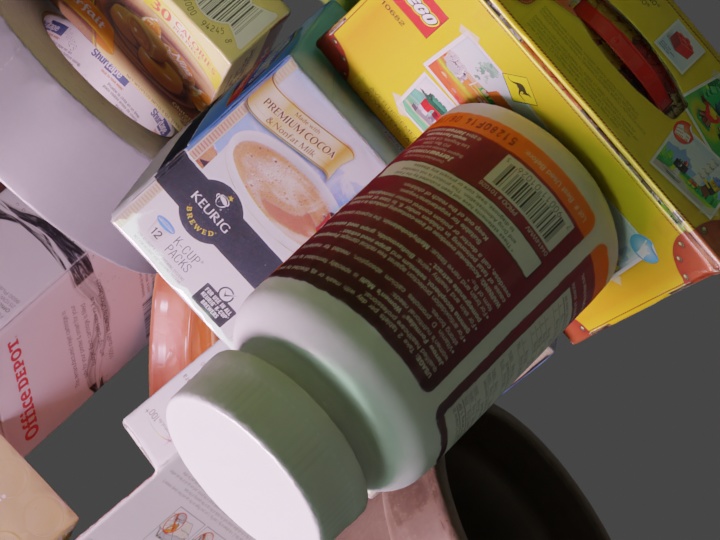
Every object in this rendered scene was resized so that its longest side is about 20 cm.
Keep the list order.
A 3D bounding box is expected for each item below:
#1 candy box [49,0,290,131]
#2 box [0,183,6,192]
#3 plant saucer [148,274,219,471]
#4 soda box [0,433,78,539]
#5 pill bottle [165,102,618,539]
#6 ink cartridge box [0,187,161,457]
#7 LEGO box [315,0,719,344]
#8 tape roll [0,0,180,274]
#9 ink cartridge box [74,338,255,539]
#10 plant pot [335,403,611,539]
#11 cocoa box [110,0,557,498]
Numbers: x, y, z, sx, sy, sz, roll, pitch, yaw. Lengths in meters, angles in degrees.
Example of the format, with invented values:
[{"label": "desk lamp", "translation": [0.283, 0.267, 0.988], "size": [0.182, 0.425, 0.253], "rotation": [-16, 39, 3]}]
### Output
[{"label": "candy box", "translation": [-0.137, -0.178, 1.265], "size": [0.200, 0.055, 0.115], "rotation": [46, 154, 4]}, {"label": "box", "translation": [-0.341, -0.096, 1.567], "size": [0.199, 0.164, 0.167], "rotation": [-1, 127, 56]}, {"label": "plant saucer", "translation": [-0.098, 0.068, 1.377], "size": [0.200, 0.032, 0.202], "rotation": [180, 90, -74]}, {"label": "soda box", "translation": [-0.271, 0.115, 1.409], "size": [0.200, 0.068, 0.064], "rotation": [46, 155, 6]}, {"label": "pill bottle", "translation": [0.014, 0.026, 0.975], "size": [0.109, 0.200, 0.110], "rotation": [35, 152, 22]}, {"label": "ink cartridge box", "translation": [-0.192, 0.008, 1.445], "size": [0.084, 0.200, 0.145], "rotation": [35, 151, 23]}, {"label": "LEGO box", "translation": [0.090, -0.077, 1.035], "size": [0.200, 0.077, 0.149], "rotation": [49, 154, -4]}, {"label": "tape roll", "translation": [-0.166, -0.091, 1.296], "size": [0.200, 0.066, 0.200], "rotation": [43, -169, -11]}, {"label": "ink cartridge box", "translation": [-0.081, 0.128, 1.250], "size": [0.044, 0.173, 0.200], "rotation": [52, -179, 30]}, {"label": "plant pot", "translation": [0.038, 0.198, 1.265], "size": [0.174, 0.200, 0.201], "rotation": [-33, 102, 22]}, {"label": "cocoa box", "translation": [-0.004, -0.014, 1.144], "size": [0.131, 0.133, 0.200], "rotation": [-39, 99, 20]}]
